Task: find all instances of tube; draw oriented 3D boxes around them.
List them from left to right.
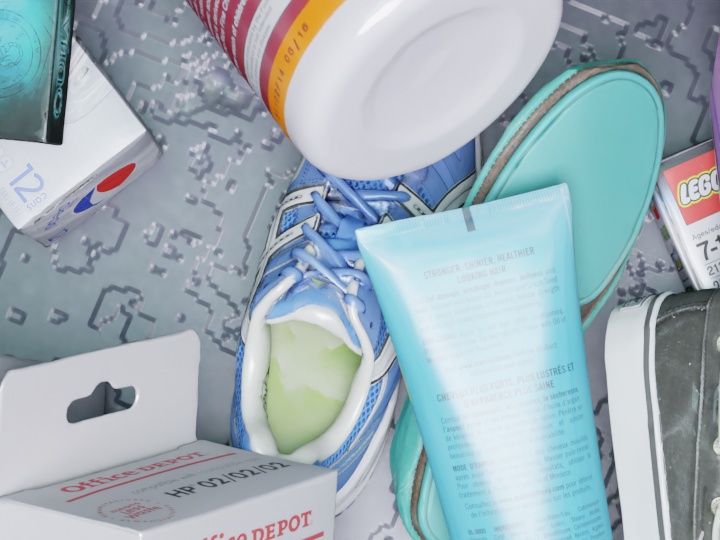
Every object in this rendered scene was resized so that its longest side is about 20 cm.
[{"bbox_3d":[0.057,0.073,0.947,0.077,0.050,0.200,-14,100,-9],"label":"tube"}]

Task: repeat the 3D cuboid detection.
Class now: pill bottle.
[{"bbox_3d":[-0.024,-0.138,0.968,0.113,0.113,0.200,-37,62,-1],"label":"pill bottle"}]

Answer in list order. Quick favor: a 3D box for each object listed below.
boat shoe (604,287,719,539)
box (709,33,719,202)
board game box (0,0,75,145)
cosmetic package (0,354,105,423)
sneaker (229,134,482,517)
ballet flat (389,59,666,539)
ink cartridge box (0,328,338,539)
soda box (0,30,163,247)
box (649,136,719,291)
[{"bbox_3d":[0.138,0.105,0.963,0.064,0.071,0.200,-9,92,32],"label":"boat shoe"},{"bbox_3d":[0.216,-0.071,0.874,0.176,0.200,0.097,-3,62,1],"label":"box"},{"bbox_3d":[-0.203,-0.121,0.971,0.200,0.028,0.135,5,91,8],"label":"board game box"},{"bbox_3d":[-0.155,0.084,0.931,0.081,0.200,0.113,0,83,10],"label":"cosmetic package"},{"bbox_3d":[0.000,0.000,0.996,0.076,0.077,0.200,13,83,5],"label":"sneaker"},{"bbox_3d":[0.055,0.010,0.991,0.067,0.070,0.200,17,98,-15],"label":"ballet flat"},{"bbox_3d":[-0.068,0.129,0.911,0.068,0.115,0.200,9,102,33],"label":"ink cartridge box"},{"bbox_3d":[-0.162,-0.107,1.016,0.063,0.068,0.200,-38,84,-1],"label":"soda box"},{"bbox_3d":[0.219,-0.028,1.009,0.200,0.035,0.110,-24,86,0],"label":"box"}]
